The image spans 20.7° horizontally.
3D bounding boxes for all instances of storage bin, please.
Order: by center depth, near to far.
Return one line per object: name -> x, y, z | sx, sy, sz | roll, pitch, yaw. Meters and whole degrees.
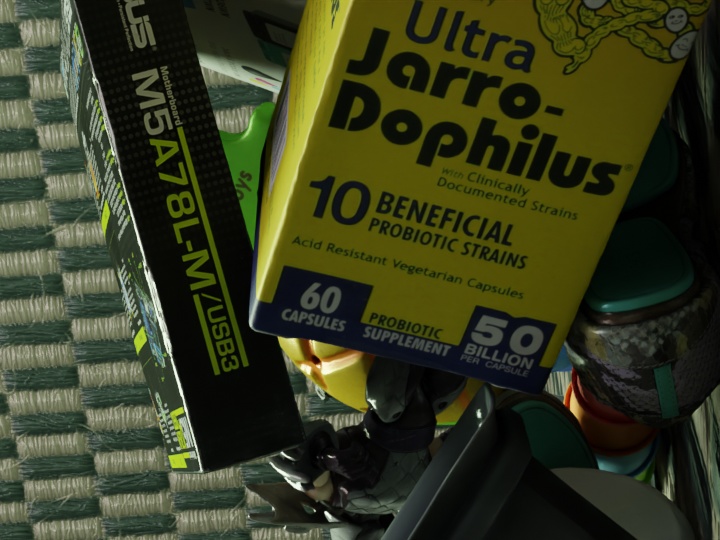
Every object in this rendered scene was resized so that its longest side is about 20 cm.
storage bin -> 0.062, 0.141, 0.718 | 0.146, 0.134, 0.200 | -57, -4, 1

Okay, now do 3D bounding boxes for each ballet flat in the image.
ballet flat -> 0.102, 0.000, 0.750 | 0.201, 0.071, 0.073 | -84, -11, -65
ballet flat -> 0.094, 0.127, 0.984 | 0.064, 0.067, 0.201 | 37, 162, 55

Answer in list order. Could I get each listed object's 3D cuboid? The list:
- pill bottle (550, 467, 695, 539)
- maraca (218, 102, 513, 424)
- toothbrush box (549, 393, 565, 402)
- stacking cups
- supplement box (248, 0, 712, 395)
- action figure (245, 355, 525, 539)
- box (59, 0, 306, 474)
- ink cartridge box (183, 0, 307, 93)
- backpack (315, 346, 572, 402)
pill bottle -> 0.102, 0.204, 0.920 | 0.113, 0.112, 0.202 | -88, -6, -62
maraca -> 0.000, 0.000, 0.939 | 0.138, 0.199, 0.107 | -64, -3, 29
toothbrush box -> 0.100, 0.193, 1.140 | 0.146, 0.085, 0.201 | 81, -155, -46
stacking cups -> 0.128, 0.072, 0.995 | 0.200, 0.060, 0.061 | 88, 179, -64
supplement box -> 0.039, -0.076, 0.656 | 0.110, 0.108, 0.201 | -91, 16, -54
action figure -> 0.022, 0.053, 0.844 | 0.129, 0.069, 0.201 | -9, -54, -46
box -> -0.077, -0.016, 0.794 | 0.200, 0.047, 0.195 | 142, 110, -79
ink cartridge box -> 0.011, -0.149, 0.834 | 0.147, 0.198, 0.147 | 72, -140, -77
backpack -> 0.075, -0.018, 1.117 | 0.200, 0.166, 0.164 | -13, 84, 61
